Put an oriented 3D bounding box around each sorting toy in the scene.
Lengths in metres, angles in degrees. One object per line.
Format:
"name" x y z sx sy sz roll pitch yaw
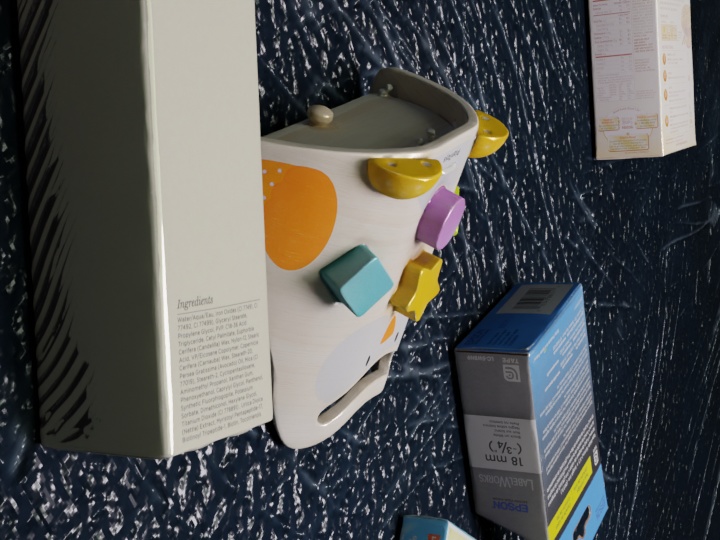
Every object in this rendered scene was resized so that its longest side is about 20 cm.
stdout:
"sorting toy" 0.000 0.000 0.642 0.200 0.106 0.182 -34 139 -57

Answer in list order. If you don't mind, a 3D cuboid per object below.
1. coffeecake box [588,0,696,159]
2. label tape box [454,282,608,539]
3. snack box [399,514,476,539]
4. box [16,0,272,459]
"coffeecake box" 0.289 -0.221 1.185 0.153 0.072 0.202 -19 106 -61
"label tape box" 0.137 0.128 0.904 0.144 0.063 0.202 -36 121 -57
"snack box" 0.048 0.275 0.761 0.116 0.037 0.202 46 51 -53
"box" -0.087 -0.030 0.478 0.082 0.068 0.202 -7 95 -62
